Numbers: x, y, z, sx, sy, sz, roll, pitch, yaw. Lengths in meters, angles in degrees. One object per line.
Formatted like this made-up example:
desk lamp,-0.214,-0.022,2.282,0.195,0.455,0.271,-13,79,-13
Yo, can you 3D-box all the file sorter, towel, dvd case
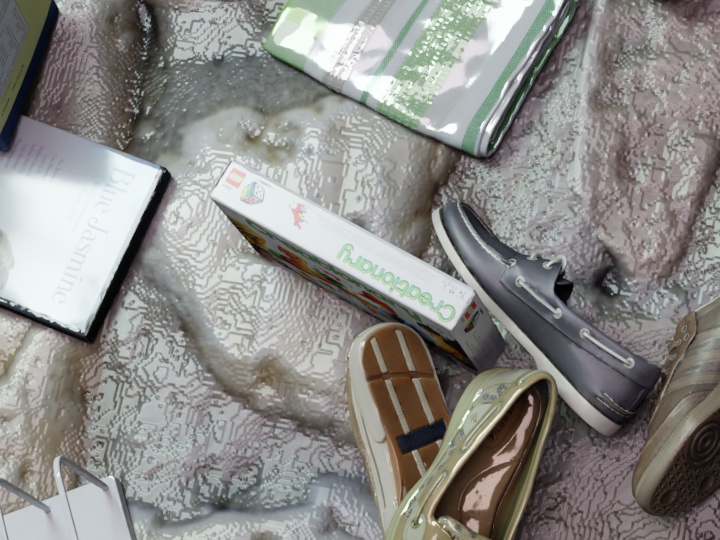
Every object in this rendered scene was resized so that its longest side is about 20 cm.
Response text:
file sorter,-0.259,0.227,1.437,0.199,0.125,0.139,-21,68,7
towel,0.043,-0.184,1.545,0.200,0.031,0.149,27,80,20
dvd case,-0.257,-0.043,1.580,0.199,0.018,0.143,20,78,19

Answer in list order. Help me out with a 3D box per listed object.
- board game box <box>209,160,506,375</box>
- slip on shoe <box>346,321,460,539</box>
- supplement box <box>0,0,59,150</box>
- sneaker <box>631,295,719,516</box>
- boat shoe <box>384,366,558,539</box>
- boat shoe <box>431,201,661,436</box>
board game box,0.000,0.000,1.444,0.200,0.126,0.035,29,81,21
slip on shoe,0.033,0.136,1.432,0.076,0.061,0.201,-17,85,-22
supplement box,-0.360,-0.207,1.548,0.199,0.200,0.135,7,62,15
sneaker,0.236,0.072,1.407,0.200,0.070,0.075,-51,46,-6
boat shoe,0.071,0.154,1.374,0.073,0.063,0.201,25,77,-17
boat shoe,0.127,0.019,1.429,0.063,0.073,0.200,-44,70,15
